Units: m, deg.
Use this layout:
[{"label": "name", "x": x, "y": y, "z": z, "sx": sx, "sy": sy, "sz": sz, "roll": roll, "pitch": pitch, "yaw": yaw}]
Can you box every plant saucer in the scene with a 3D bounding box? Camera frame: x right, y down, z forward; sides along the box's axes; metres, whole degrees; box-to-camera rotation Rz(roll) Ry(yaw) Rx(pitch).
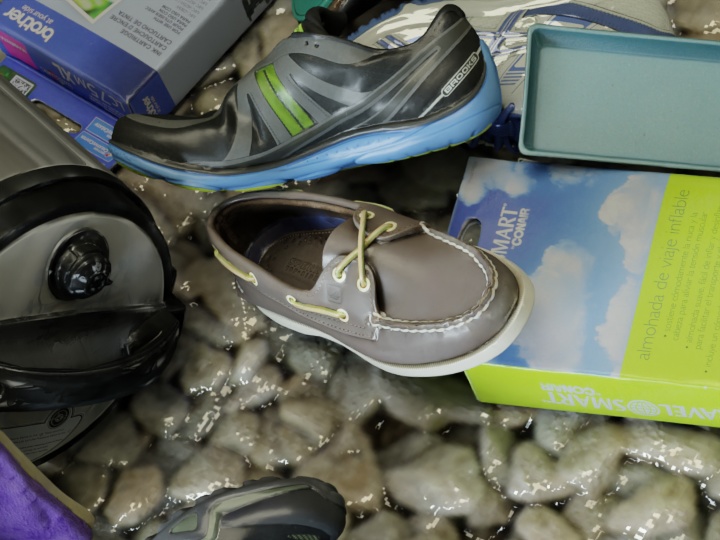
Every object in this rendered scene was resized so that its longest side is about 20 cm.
[{"label": "plant saucer", "x": 0.179, "y": -0.079, "z": 1.262, "sx": 0.198, "sy": 0.019, "sz": 0.070, "roll": 5, "pitch": 72, "yaw": 2}]

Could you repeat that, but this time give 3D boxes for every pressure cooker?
[{"label": "pressure cooker", "x": -0.193, "y": 0.004, "z": 1.258, "sx": 0.176, "sy": 0.179, "sz": 0.200, "roll": -41, "pitch": 56, "yaw": -15}]

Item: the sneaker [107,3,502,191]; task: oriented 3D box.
[{"label": "sneaker", "x": -0.030, "y": -0.087, "z": 1.274, "sx": 0.198, "sy": 0.071, "sz": 0.083, "roll": -13, "pitch": 94, "yaw": 10}]

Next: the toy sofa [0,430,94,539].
[{"label": "toy sofa", "x": -0.206, "y": 0.117, "z": 1.177, "sx": 0.097, "sy": 0.200, "sz": 0.083, "roll": -7, "pitch": 56, "yaw": 18}]

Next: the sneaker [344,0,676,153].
[{"label": "sneaker", "x": 0.067, "y": -0.096, "z": 1.308, "sx": 0.199, "sy": 0.075, "sz": 0.089, "roll": -22, "pitch": 57, "yaw": 4}]

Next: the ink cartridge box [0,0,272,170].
[{"label": "ink cartridge box", "x": -0.122, "y": -0.154, "z": 1.425, "sx": 0.119, "sy": 0.042, "sz": 0.200, "roll": 31, "pitch": 72, "yaw": 31}]

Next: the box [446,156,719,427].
[{"label": "box", "x": 0.137, "y": 0.011, "z": 1.234, "sx": 0.199, "sy": 0.048, "sz": 0.123, "roll": 6, "pitch": 59, "yaw": 21}]

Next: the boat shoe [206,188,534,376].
[{"label": "boat shoe", "x": 0.000, "y": 0.000, "z": 1.233, "sx": 0.199, "sy": 0.059, "sz": 0.072, "roll": 14, "pitch": 68, "yaw": 50}]

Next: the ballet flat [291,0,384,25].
[{"label": "ballet flat", "x": 0.012, "y": -0.196, "z": 1.392, "sx": 0.073, "sy": 0.073, "sz": 0.201, "roll": -2, "pitch": 53, "yaw": 15}]

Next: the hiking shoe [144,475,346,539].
[{"label": "hiking shoe", "x": -0.079, "y": 0.179, "z": 1.186, "sx": 0.199, "sy": 0.076, "sz": 0.101, "roll": -35, "pitch": 63, "yaw": 4}]
